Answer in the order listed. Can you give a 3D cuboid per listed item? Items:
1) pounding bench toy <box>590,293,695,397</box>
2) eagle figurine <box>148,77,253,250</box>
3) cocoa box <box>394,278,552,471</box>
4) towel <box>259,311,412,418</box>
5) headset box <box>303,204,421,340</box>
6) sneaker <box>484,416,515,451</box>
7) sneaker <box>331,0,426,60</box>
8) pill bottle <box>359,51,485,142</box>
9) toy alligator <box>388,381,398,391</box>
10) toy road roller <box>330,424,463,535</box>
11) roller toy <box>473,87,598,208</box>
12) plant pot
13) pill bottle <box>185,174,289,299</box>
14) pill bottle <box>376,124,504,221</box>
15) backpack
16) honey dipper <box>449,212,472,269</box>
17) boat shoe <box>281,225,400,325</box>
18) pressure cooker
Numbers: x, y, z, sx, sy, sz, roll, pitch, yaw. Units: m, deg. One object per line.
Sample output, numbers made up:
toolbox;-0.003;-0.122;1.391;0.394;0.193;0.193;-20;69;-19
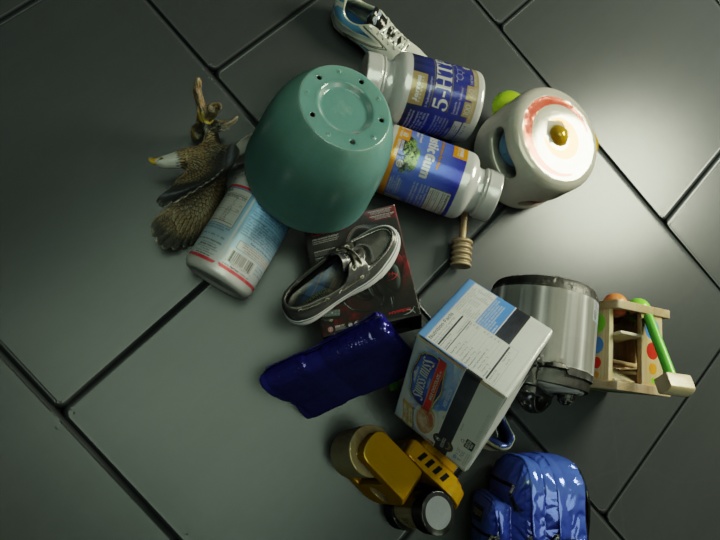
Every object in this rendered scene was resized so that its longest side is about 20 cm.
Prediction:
pounding bench toy;0.440;0.118;0.890;0.123;0.200;0.158;11;78;-22
eagle figurine;-0.236;-0.142;0.799;0.149;0.152;0.203;-14;64;19
cocoa box;0.144;0.142;0.741;0.131;0.202;0.133;33;51;22
towel;-0.026;0.137;0.780;0.198;0.148;0.050;-25;51;11
headset box;0.000;0.000;0.831;0.146;0.075;0.203;-12;68;1
sneaker;0.182;0.195;0.877;0.075;0.088;0.201;-34;89;-15
sneaker;0.038;-0.404;0.947;0.199;0.072;0.072;32;73;-9
pill bottle;0.095;-0.296;0.919;0.197;0.120;0.122;9;78;-13
toy alligator;0.018;0.093;0.873;0.054;0.059;0.203;-18;74;26
toy road roller;0.068;0.283;0.820;0.200;0.123;0.146;44;59;-5
roller toy;0.303;-0.207;0.940;0.199;0.140;0.184;32;71;-13
plant pot;-0.047;-0.175;0.746;0.198;0.161;0.204;8;67;-19
pill bottle;-0.165;-0.068;0.818;0.108;0.109;0.202;31;74;-8
pill bottle;0.126;-0.152;0.893;0.197;0.112;0.114;18;76;-1
backpack;0.256;0.379;0.827;0.165;0.162;0.203;9;79;-9
honey dipper;0.180;-0.104;0.956;0.037;0.038;0.203;10;75;-13
boat shoe;-0.028;-0.002;0.757;0.199;0.066;0.070;-34;69;-7
pressure cooker;0.280;0.122;0.866;0.174;0.178;0.203;14;76;-17
